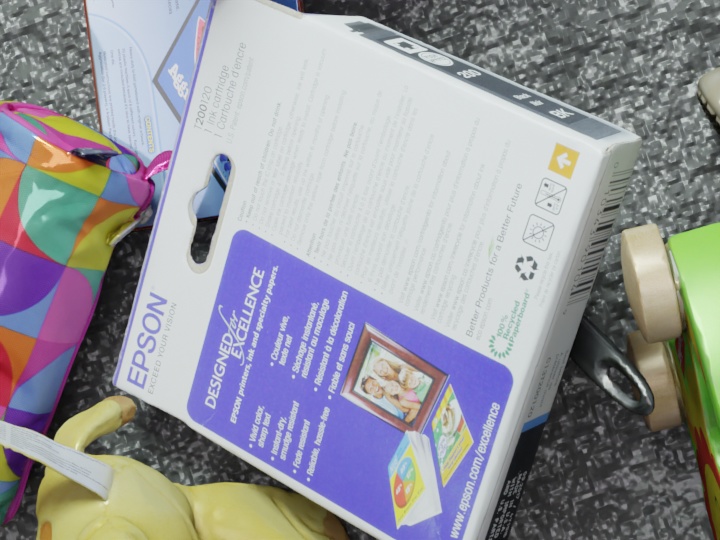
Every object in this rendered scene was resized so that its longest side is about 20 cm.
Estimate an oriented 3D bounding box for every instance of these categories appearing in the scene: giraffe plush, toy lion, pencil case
[{"bbox_3d":[-0.109,0.174,0.925,0.199,0.173,0.163,33,113,-4],"label":"giraffe plush"},{"bbox_3d":[0.161,0.092,0.871,0.068,0.200,0.193,-14,68,4],"label":"toy lion"},{"bbox_3d":[-0.160,0.022,0.950,0.088,0.088,0.201,27,98,6],"label":"pencil case"}]

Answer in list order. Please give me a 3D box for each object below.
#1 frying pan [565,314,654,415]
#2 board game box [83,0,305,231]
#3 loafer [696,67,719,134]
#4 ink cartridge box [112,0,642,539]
[{"bbox_3d":[0.070,-0.017,0.917,0.189,0.031,0.116,18,99,43],"label":"frying pan"},{"bbox_3d":[-0.077,-0.124,0.987,0.102,0.019,0.202,-8,87,8],"label":"board game box"},{"bbox_3d":[0.233,-0.027,0.923,0.068,0.076,0.200,-44,84,9],"label":"loafer"},{"bbox_3d":[0.000,0.000,0.906,0.199,0.043,0.199,27,110,26],"label":"ink cartridge box"}]
